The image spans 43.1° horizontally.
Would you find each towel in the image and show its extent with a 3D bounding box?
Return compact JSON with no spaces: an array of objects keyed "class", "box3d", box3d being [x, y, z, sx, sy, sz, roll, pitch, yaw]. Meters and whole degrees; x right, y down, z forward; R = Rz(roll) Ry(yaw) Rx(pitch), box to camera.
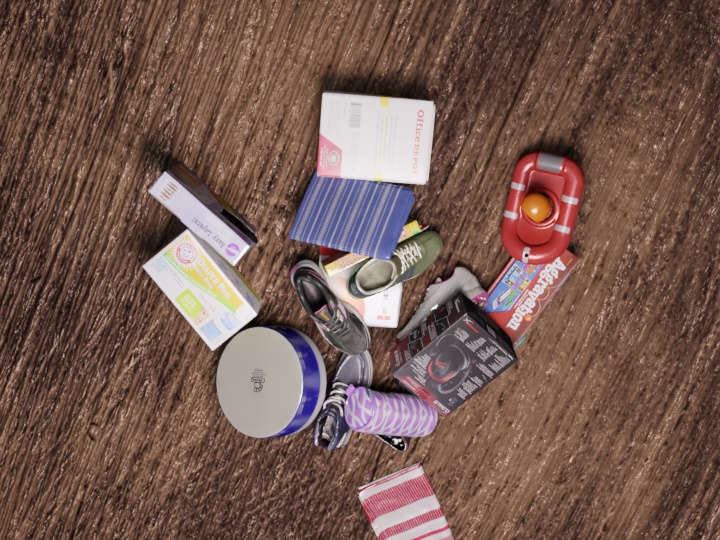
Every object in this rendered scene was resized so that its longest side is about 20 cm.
[{"class":"towel","box3d":[-0.015,-0.097,1.607,0.197,0.024,0.146,13,66,20]},{"class":"towel","box3d":[0.093,0.495,1.809,0.142,0.023,0.202,-23,101,3]}]

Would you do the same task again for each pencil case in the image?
[{"class":"pencil case","box3d":[0.055,0.258,1.671,0.199,0.086,0.084,18,119,-45]}]

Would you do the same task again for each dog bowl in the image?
[{"class":"dog bowl","box3d":[-0.164,0.202,1.663,0.197,0.078,0.204,-3,85,30]}]

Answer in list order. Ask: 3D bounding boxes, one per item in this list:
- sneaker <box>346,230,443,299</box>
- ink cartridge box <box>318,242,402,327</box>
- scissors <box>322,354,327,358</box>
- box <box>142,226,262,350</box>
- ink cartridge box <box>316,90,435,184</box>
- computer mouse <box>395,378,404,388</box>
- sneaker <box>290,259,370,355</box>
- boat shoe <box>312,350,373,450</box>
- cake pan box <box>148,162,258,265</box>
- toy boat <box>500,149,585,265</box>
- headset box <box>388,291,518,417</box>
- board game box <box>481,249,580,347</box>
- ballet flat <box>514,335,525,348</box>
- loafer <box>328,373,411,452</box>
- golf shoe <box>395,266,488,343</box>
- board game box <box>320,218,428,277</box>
[{"class":"sneaker","box3d":[0.066,-0.008,1.633,0.198,0.090,0.068,-30,89,-4]},{"class":"ink cartridge box","box3d":[0.000,0.000,1.686,0.159,0.050,0.203,5,105,-2]},{"class":"scissors","box3d":[-0.139,0.230,1.754,0.198,0.014,0.074,-26,99,4]},{"class":"box","box3d":[-0.285,0.024,1.660,0.112,0.101,0.201,-38,100,7]},{"class":"ink cartridge box","box3d":[0.026,-0.236,1.616,0.197,0.083,0.148,5,103,-2]},{"class":"computer mouse","box3d":[0.134,0.158,1.694,0.058,0.034,0.200,14,128,-36]},{"class":"sneaker","box3d":[-0.061,0.078,1.636,0.080,0.086,0.200,-41,100,9]},{"class":"boat shoe","box3d":[-0.032,0.237,1.671,0.074,0.093,0.203,14,92,14]},{"class":"cake pan box","box3d":[-0.267,-0.099,1.591,0.200,0.184,0.052,42,99,-8]},{"class":"toy boat","box3d":[0.314,-0.109,1.610,0.129,0.130,0.203,15,100,20]},{"class":"headset box","box3d":[0.157,0.159,1.637,0.148,0.075,0.200,39,111,-24]},{"class":"board game box","box3d":[0.303,0.031,1.680,0.103,0.019,0.201,38,94,19]},{"class":"ballet flat","box3d":[0.221,0.166,1.724,0.072,0.068,0.200,45,103,4]},{"class":"loafer","box3d":[0.022,0.270,1.737,0.200,0.063,0.072,42,99,-9]},{"class":"golf shoe","box3d":[0.143,0.071,1.701,0.199,0.075,0.092,-34,64,18]},{"class":"board game box","box3d":[0.024,-0.046,1.629,0.198,0.096,0.030,-24,98,-4]}]
